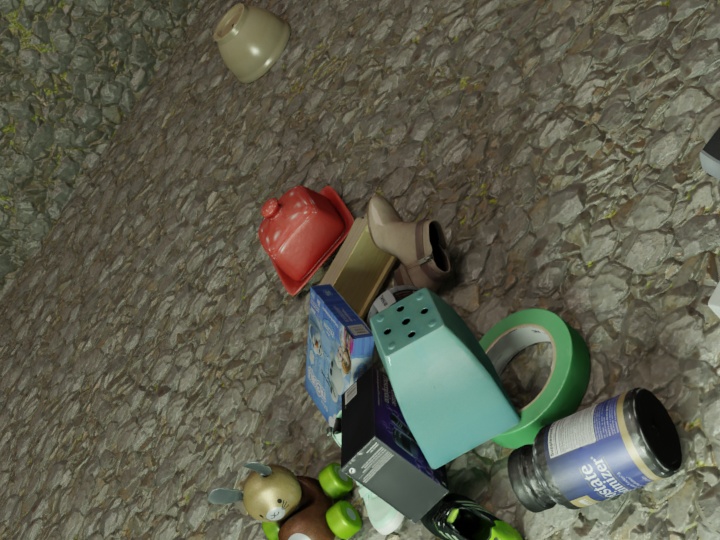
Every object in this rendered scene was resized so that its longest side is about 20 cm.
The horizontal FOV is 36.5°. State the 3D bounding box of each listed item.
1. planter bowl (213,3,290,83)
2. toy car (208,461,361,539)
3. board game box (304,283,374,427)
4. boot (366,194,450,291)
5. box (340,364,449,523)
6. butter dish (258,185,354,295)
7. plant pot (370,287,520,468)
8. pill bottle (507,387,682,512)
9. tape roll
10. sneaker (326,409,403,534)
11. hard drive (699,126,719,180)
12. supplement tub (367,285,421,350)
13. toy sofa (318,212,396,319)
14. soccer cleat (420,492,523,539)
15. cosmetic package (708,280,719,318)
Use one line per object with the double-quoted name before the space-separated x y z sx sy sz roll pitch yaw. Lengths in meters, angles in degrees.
"planter bowl" -0.299 -0.613 2.867 0.200 0.134 0.201 -33 37 29
"toy car" -0.128 0.363 1.688 0.164 0.200 0.158 -42 34 18
"board game box" -0.038 0.155 1.809 0.200 0.043 0.201 -134 42 -57
"boot" 0.088 -0.056 1.854 0.146 0.070 0.201 -32 78 58
"box" 0.047 0.247 1.579 0.079 0.141 0.200 -44 18 17
"butter dish" -0.134 -0.089 2.162 0.200 0.148 0.200 -47 34 9
"plant pot" 0.101 0.132 1.489 0.141 0.201 0.142 -28 36 5
"pill bottle" 0.287 0.231 1.362 0.199 0.112 0.113 -30 39 33
"tape roll" 0.233 0.153 1.563 0.200 0.048 0.202 -33 37 30
"sneaker" 0.003 0.300 1.655 0.074 0.118 0.201 -37 37 21
"hard drive" 0.550 -0.163 1.452 0.135 0.042 0.200 -53 33 3
"supplement tub" 0.087 0.110 1.690 0.123 0.122 0.200 -49 21 7
"toy sofa" 0.000 0.000 1.966 0.201 0.083 0.097 -61 20 -10
"soccer cleat" 0.137 0.338 1.482 0.199 0.081 0.068 11 69 55
"cosmetic package" 0.524 0.030 1.273 0.199 0.081 0.113 9 65 55
